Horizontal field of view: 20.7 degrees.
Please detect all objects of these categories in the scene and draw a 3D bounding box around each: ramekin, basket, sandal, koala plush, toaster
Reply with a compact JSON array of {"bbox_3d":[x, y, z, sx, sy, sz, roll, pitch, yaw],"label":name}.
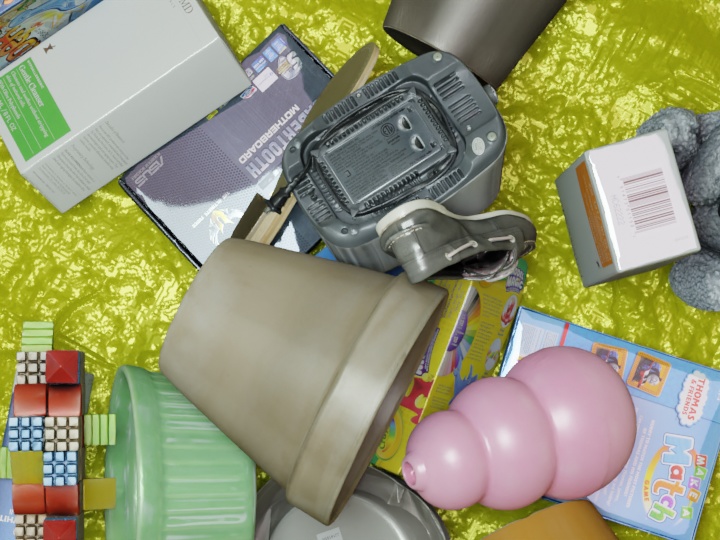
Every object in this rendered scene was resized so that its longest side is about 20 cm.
[{"bbox_3d":[-0.148,0.177,1.597,0.097,0.200,0.202,1,86,-15],"label":"ramekin"},{"bbox_3d":[0.115,-0.265,1.668,0.179,0.136,0.201,28,90,5],"label":"basket"},{"bbox_3d":[-0.025,-0.084,1.639,0.069,0.078,0.213,34,92,-19],"label":"sandal"},{"bbox_3d":[0.348,-0.070,1.613,0.182,0.200,0.179,-16,91,-8],"label":"koala plush"},{"bbox_3d":[0.024,-0.072,1.534,0.199,0.129,0.114,-34,71,-3],"label":"toaster"}]

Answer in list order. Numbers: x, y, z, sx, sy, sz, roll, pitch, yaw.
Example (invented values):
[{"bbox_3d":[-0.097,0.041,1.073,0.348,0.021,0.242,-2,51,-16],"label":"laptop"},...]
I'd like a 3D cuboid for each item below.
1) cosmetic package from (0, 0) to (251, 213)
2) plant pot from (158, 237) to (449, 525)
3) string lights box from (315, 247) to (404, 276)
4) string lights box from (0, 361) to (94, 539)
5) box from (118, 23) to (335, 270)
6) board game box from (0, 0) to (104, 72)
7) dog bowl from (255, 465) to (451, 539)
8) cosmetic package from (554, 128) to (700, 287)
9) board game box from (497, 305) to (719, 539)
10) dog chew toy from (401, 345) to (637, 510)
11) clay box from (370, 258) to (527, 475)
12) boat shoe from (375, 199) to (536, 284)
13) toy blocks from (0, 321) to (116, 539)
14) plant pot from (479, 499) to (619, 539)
[{"bbox_3d":[-0.206,-0.155,1.652,0.199,0.085,0.108,-36,60,2],"label":"cosmetic package"},{"bbox_3d":[-0.051,0.064,1.498,0.173,0.200,0.201,28,86,7],"label":"plant pot"},{"bbox_3d":[0.000,0.000,1.650,0.200,0.103,0.059,-39,83,-3],"label":"string lights box"},{"bbox_3d":[-0.270,0.180,1.640,0.058,0.103,0.202,10,85,-2],"label":"string lights box"},{"bbox_3d":[-0.084,-0.086,1.689,0.200,0.051,0.158,-43,88,-4],"label":"box"},{"bbox_3d":[-0.260,-0.220,1.621,0.135,0.200,0.035,-33,85,-2],"label":"board game box"},{"bbox_3d":[-0.009,0.253,1.629,0.198,0.059,0.202,0,89,23],"label":"dog bowl"},{"bbox_3d":[0.215,-0.047,1.616,0.071,0.200,0.102,-15,86,-2],"label":"cosmetic package"},{"bbox_3d":[0.208,0.133,1.684,0.198,0.037,0.153,18,86,2],"label":"board game box"},{"bbox_3d":[0.123,0.135,1.583,0.199,0.124,0.126,-15,86,-26],"label":"dog chew toy"},{"bbox_3d":[0.072,0.073,1.638,0.047,0.115,0.202,20,89,26],"label":"clay box"},{"bbox_3d":[0.080,-0.011,1.499,0.067,0.199,0.057,-33,70,27],"label":"boat shoe"},{"bbox_3d":[-0.241,0.138,1.524,0.099,0.137,0.202,0,86,-5],"label":"toy blocks"},{"bbox_3d":[0.169,0.297,1.606,0.199,0.200,0.184,-24,71,-3],"label":"plant pot"}]
